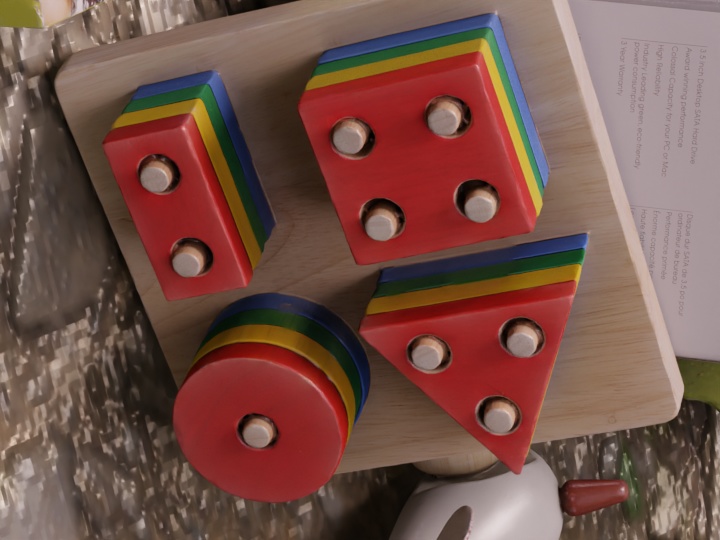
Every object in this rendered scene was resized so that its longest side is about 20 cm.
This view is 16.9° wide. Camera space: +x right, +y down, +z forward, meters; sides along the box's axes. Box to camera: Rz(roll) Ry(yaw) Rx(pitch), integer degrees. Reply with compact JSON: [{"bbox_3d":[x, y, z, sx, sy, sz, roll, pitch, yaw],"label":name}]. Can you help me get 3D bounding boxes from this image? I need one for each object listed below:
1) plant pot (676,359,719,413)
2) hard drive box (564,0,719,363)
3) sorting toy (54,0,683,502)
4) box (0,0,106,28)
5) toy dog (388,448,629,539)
[{"bbox_3d":[0.210,-0.012,1.085,0.200,0.200,0.190,33,96,-35],"label":"plant pot"},{"bbox_3d":[0.095,-0.053,0.957,0.077,0.200,0.156,-64,159,-59],"label":"hard drive box"},{"bbox_3d":[0.000,0.000,0.922,0.070,0.200,0.199,-68,143,-57],"label":"sorting toy"},{"bbox_3d":[-0.078,-0.147,0.870,0.200,0.050,0.075,-37,124,-52],"label":"box"},{"bbox_3d":[0.052,0.134,1.014,0.132,0.096,0.200,57,37,-45],"label":"toy dog"}]
